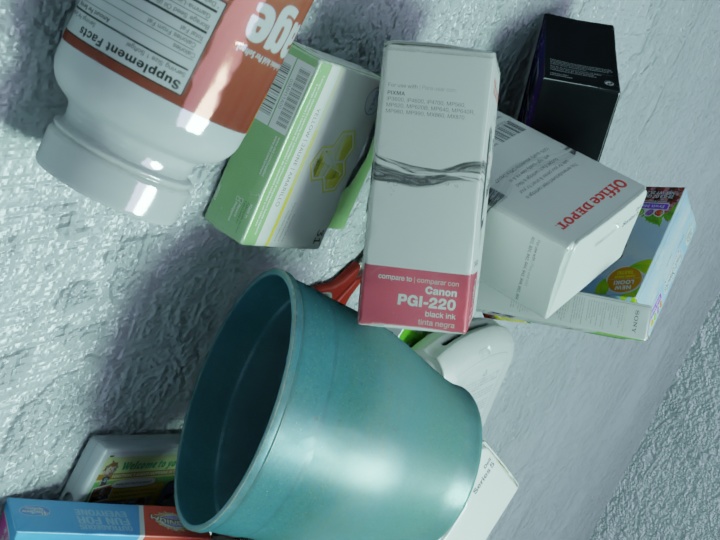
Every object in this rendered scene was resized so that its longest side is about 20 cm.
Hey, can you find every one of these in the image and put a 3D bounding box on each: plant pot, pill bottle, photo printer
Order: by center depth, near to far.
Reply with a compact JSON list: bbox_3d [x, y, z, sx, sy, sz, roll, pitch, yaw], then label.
[{"bbox_3d":[-0.096,-0.132,0.583,0.201,0.112,0.112,-62,154,9],"label":"pill bottle"},{"bbox_3d":[-0.016,0.125,0.821,0.187,0.200,0.201,22,102,-21],"label":"plant pot"},{"bbox_3d":[0.088,0.146,1.171,0.166,0.069,0.201,-16,132,-52],"label":"photo printer"}]

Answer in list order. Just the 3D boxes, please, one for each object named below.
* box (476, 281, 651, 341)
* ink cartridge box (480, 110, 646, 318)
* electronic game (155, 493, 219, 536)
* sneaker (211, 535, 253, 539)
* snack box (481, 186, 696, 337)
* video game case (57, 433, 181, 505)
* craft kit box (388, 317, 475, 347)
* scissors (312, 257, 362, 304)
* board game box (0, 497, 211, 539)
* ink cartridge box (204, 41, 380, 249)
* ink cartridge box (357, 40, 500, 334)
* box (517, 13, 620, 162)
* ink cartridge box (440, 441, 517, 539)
[{"bbox_3d":[0.164,0.031,1.013,0.144,0.199,0.037,31,71,-84],"label":"box"},{"bbox_3d":[0.131,-0.062,0.963,0.145,0.200,0.084,-32,145,-42],"label":"ink cartridge box"},{"bbox_3d":[-0.167,0.268,0.929,0.200,0.042,0.201,-40,149,-31],"label":"electronic game"},{"bbox_3d":[-0.055,0.242,0.842,0.104,0.200,0.076,-1,87,-23],"label":"sneaker"},{"bbox_3d":[0.244,-0.017,1.176,0.169,0.199,0.068,-56,133,-31],"label":"snack box"},{"bbox_3d":[-0.196,0.218,0.897,0.183,0.022,0.200,-61,154,7],"label":"video game case"},{"bbox_3d":[0.040,0.114,1.181,0.198,0.048,0.200,-62,155,1],"label":"craft kit box"},{"bbox_3d":[0.000,0.000,1.020,0.200,0.014,0.073,-44,149,-29],"label":"scissors"},{"bbox_3d":[-0.217,0.270,0.811,0.152,0.040,0.201,11,110,-32],"label":"board game box"},{"bbox_3d":[-0.022,-0.090,0.839,0.200,0.048,0.146,2,116,-59],"label":"ink cartridge box"},{"bbox_3d":[0.055,-0.062,0.808,0.146,0.084,0.201,-28,123,-80],"label":"ink cartridge box"},{"bbox_3d":[0.198,-0.134,1.082,0.141,0.078,0.201,-73,174,-51],"label":"box"},{"bbox_3d":[0.019,0.202,0.975,0.146,0.200,0.084,-54,131,-17],"label":"ink cartridge box"}]
